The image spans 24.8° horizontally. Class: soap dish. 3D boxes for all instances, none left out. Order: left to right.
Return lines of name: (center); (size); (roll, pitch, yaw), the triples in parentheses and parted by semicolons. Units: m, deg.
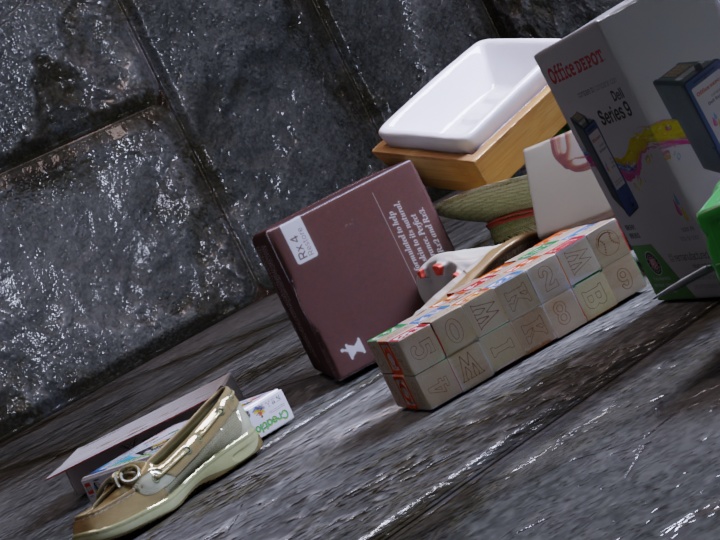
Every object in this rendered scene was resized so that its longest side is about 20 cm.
soap dish: (0.131, -0.161, 1.706); (0.200, 0.082, 0.157); (-42, 31, -28)

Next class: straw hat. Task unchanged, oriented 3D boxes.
straw hat: (0.175, -0.040, 1.629); (0.199, 0.086, 0.201); (-11, -6, -1)

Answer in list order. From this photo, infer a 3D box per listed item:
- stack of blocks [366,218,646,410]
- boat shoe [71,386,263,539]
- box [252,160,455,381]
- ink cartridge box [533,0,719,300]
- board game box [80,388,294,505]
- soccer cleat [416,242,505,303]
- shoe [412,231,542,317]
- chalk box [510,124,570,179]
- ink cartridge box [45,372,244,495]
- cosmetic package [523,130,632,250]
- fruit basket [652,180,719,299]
stack of blocks: (0.108, 0.035, 1.269); (0.199, 0.059, 0.115); (-28, 4, -15)
boat shoe: (-0.168, 0.167, 1.376); (0.200, 0.064, 0.073); (-30, 5, -37)
box: (0.000, 0.000, 1.680); (0.163, 0.167, 0.200); (-26, 4, -8)
ink cartridge box: (0.213, -0.087, 1.098); (0.087, 0.201, 0.145); (-27, 4, -11)
board game box: (-0.166, 0.169, 1.546); (0.126, 0.035, 0.199); (-29, 4, -38)
soccer cleat: (0.131, 0.005, 1.517); (0.077, 0.070, 0.199); (-23, 8, -37)
shoe: (0.099, 0.025, 1.376); (0.199, 0.070, 0.053); (-32, 14, -30)
chalk box: (0.249, -0.115, 1.833); (0.124, 0.125, 0.200); (-29, 4, -27)
ink cartridge box: (-0.225, 0.181, 1.751); (0.199, 0.044, 0.174); (-27, 4, 3)
cosmetic package: (0.248, -0.084, 1.360); (0.199, 0.088, 0.103); (-21, -24, 29)
fruit basket: (0.274, -0.041, 0.895); (0.184, 0.095, 0.199); (-24, 1, 39)
